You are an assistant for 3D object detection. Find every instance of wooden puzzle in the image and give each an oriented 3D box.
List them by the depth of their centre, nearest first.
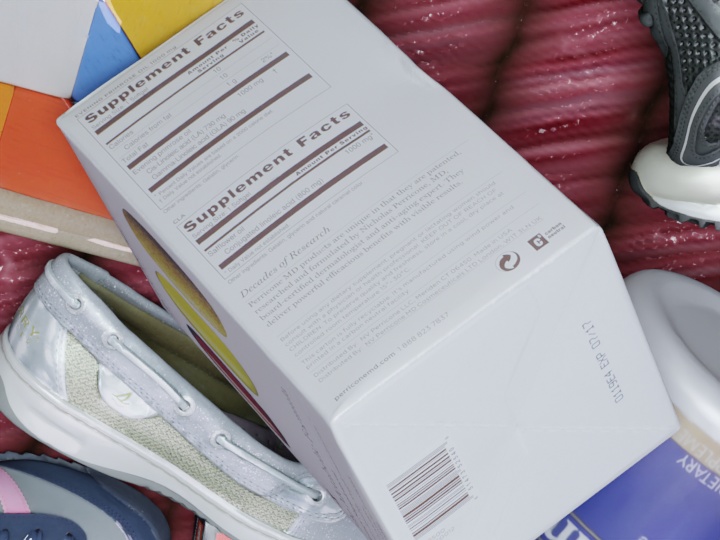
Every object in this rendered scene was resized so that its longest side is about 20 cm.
[{"bbox_3d":[-0.117,-0.093,1.072,0.200,0.037,0.185,12,117,-14],"label":"wooden puzzle"}]

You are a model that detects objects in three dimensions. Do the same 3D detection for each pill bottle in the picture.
[{"bbox_3d":[0.088,0.107,1.114,0.116,0.116,0.200,29,112,-21],"label":"pill bottle"}]

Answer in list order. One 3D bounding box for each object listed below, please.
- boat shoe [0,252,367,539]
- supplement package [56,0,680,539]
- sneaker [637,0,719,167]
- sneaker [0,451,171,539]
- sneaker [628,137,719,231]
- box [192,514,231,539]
[{"bbox_3d":[-0.046,0.058,1.146,0.202,0.074,0.065,26,116,-17],"label":"boat shoe"},{"bbox_3d":[0.000,0.000,1.022,0.109,0.200,0.114,-36,135,-9],"label":"supplement package"},{"bbox_3d":[0.108,-0.138,1.053,0.086,0.080,0.200,-1,99,6],"label":"sneaker"},{"bbox_3d":[-0.171,0.111,1.154,0.200,0.082,0.070,11,115,-13],"label":"sneaker"},{"bbox_3d":[0.197,-0.072,1.116,0.199,0.070,0.094,-8,102,0],"label":"sneaker"},{"bbox_3d":[0.022,0.176,1.211,0.200,0.038,0.137,7,94,-10],"label":"box"}]
